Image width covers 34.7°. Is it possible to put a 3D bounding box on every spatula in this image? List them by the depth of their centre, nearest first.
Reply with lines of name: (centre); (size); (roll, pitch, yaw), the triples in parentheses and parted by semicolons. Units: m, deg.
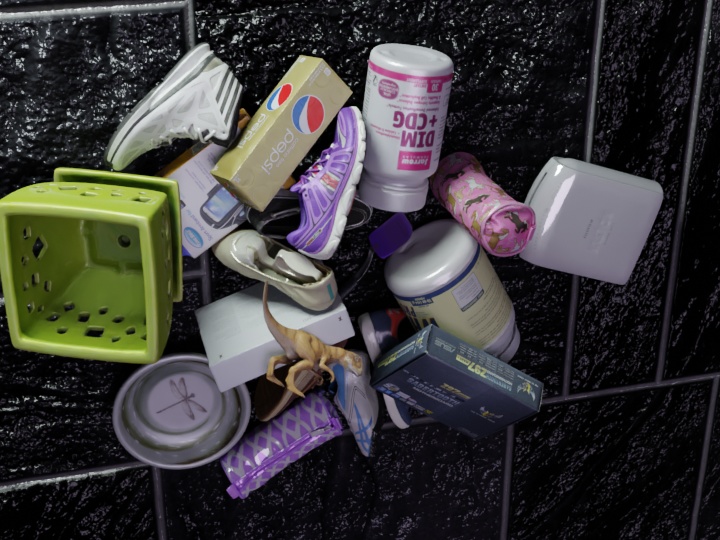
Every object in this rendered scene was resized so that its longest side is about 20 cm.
spatula: (0.000, 0.000, 1.653); (0.020, 0.057, 0.200); (25, 113, -43)

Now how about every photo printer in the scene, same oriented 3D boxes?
photo printer: (0.329, -0.074, 1.698); (0.197, 0.070, 0.168); (12, 111, -22)

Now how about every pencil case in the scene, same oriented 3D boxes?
pencil case: (0.165, -0.091, 1.565); (0.086, 0.200, 0.083); (-30, 121, -2)
pencil case: (-0.116, 0.259, 1.718); (0.199, 0.086, 0.084); (-34, 124, 3)

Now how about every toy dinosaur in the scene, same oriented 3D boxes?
toy dinosaur: (-0.086, 0.100, 1.504); (0.199, 0.060, 0.107); (32, 80, -34)

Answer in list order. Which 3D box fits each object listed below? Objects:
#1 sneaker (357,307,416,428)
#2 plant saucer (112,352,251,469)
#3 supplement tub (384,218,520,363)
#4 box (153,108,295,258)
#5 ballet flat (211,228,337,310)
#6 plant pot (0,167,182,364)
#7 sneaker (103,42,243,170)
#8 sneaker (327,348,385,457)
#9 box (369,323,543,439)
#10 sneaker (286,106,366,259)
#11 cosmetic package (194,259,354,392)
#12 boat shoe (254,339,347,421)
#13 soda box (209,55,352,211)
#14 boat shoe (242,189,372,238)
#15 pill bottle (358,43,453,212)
sneaker: (0.062, 0.145, 1.721); (0.083, 0.075, 0.202); (-19, 119, -2)
plant saucer: (-0.258, 0.193, 1.659); (0.197, 0.050, 0.203); (-6, 120, -11)
supplement tub: (0.136, 0.044, 1.654); (0.144, 0.145, 0.201); (-32, 120, 1)
box: (-0.199, -0.109, 1.542); (0.199, 0.042, 0.120); (-35, 120, 5)
ballet flat: (-0.117, -0.016, 1.540); (0.198, 0.069, 0.070); (26, 112, 17)
plant pot: (-0.322, -0.018, 1.444); (0.195, 0.182, 0.203); (6, 115, 7)
sneaker: (-0.227, -0.178, 1.458); (0.115, 0.076, 0.201); (44, 96, -4)
sneaker: (-0.008, 0.198, 1.739); (0.071, 0.072, 0.202); (1, 127, 20)
box: (0.134, 0.162, 1.630); (0.198, 0.052, 0.157); (28, 145, -19)
sneaker: (-0.044, -0.118, 1.486); (0.082, 0.081, 0.203); (17, 86, -9)
cosmetic package: (-0.121, 0.072, 1.588); (0.197, 0.151, 0.052); (-22, 120, -4)
boat shoe: (-0.085, 0.151, 1.669); (0.071, 0.073, 0.201); (12, 128, -34)
soda box: (-0.102, -0.178, 1.486); (0.068, 0.064, 0.201); (43, 78, -33)
boat shoe: (-0.063, -0.069, 1.565); (0.197, 0.064, 0.071); (-3, 132, -33)
pill bottle: (0.055, -0.189, 1.535); (0.111, 0.114, 0.203); (0, 115, -16)
